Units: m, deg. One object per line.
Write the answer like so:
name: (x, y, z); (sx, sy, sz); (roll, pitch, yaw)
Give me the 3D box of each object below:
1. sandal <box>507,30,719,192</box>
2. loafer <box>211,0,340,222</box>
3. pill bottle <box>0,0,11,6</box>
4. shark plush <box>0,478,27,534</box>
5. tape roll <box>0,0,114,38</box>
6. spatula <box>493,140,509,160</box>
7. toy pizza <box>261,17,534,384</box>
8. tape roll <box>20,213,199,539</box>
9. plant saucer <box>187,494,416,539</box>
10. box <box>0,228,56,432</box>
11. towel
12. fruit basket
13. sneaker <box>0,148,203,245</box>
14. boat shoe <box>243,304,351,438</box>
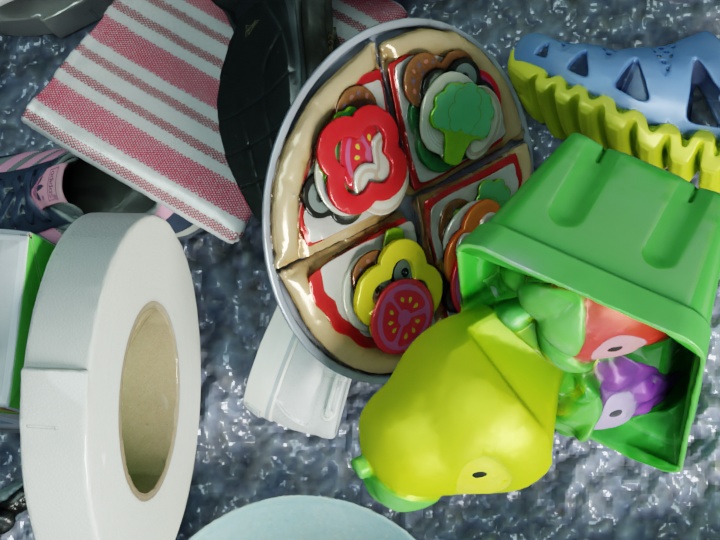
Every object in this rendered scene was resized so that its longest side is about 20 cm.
sandal: (0.180, -0.096, 1.165); (0.199, 0.080, 0.088); (20, 79, 7)
loafer: (-0.036, -0.118, 1.151); (0.073, 0.072, 0.201); (-22, 66, 44)
pill bottle: (-0.157, -0.233, 1.198); (0.199, 0.114, 0.114); (-27, 76, 6)
shark plush: (-0.270, 0.150, 1.218); (0.199, 0.091, 0.084); (-30, 45, 10)
tape roll: (-0.205, -0.245, 1.287); (0.201, 0.037, 0.204); (-2, 79, 11)
spatula: (-0.002, -0.106, 1.228); (0.199, 0.021, 0.057); (25, 88, 15)
toy pizza: (0.030, -0.036, 1.129); (0.032, 0.200, 0.201); (12, 81, 48)
tape roll: (-0.131, 0.069, 1.119); (0.037, 0.203, 0.204); (2, 81, 11)
plant saucer: (-0.031, 0.228, 1.166); (0.200, 0.039, 0.202); (-2, 80, 11)
box: (-0.236, 0.033, 1.160); (0.175, 0.200, 0.097); (3, 81, 11)
towel: (-0.081, -0.117, 1.200); (0.146, 0.030, 0.200); (30, 61, 11)
fruit basket: (0.098, 0.055, 1.084); (0.155, 0.216, 0.217); (24, 86, 15)
sneaker: (-0.188, -0.045, 1.224); (0.199, 0.082, 0.071); (-10, 80, 10)
boat shoe: (0.000, 0.000, 1.184); (0.068, 0.072, 0.201); (24, 88, 4)
